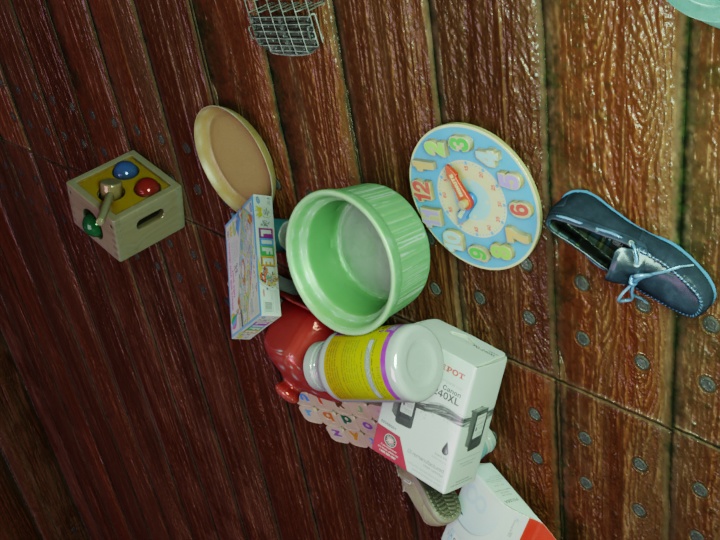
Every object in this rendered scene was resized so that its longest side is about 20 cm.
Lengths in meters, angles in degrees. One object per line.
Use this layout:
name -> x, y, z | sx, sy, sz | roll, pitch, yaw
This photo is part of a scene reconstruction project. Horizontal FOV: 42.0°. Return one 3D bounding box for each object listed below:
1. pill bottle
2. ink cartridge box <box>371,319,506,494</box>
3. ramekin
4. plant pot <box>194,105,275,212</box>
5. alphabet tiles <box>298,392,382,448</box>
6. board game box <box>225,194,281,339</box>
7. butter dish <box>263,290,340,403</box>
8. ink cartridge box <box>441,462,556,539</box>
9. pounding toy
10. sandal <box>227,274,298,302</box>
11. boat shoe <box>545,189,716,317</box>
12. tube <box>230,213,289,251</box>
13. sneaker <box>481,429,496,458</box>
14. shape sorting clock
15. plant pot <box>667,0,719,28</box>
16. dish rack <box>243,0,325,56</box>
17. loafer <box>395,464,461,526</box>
pill bottle -> 0.011, 0.130, 1.297 | 0.199, 0.104, 0.105 | -8, 112, 45
ink cartridge box -> 0.110, 0.189, 1.339 | 0.145, 0.083, 0.202 | 25, 112, 37
ramekin -> 0.000, -0.022, 1.277 | 0.199, 0.097, 0.202 | 19, 119, 38
plant pot -> -0.203, -0.182, 1.548 | 0.200, 0.027, 0.201 | 33, 141, 32
alphabet tiles -> -0.026, 0.246, 1.627 | 0.199, 0.015, 0.196 | 7, 140, 30
board game box -> -0.176, -0.004, 1.514 | 0.134, 0.034, 0.202 | -34, 57, 56
butter dish -> -0.077, 0.142, 1.479 | 0.199, 0.148, 0.200 | 42, 171, -24
ink cartridge box -> 0.211, 0.417, 1.414 | 0.200, 0.047, 0.161 | 49, 132, 45
pounding toy -> -0.449, -0.124, 1.756 | 0.184, 0.200, 0.143 | 35, 141, 29
sandal -> -0.153, 0.048, 1.630 | 0.206, 0.079, 0.060 | 17, 128, 42
boat shoe -> 0.287, -0.007, 1.026 | 0.200, 0.068, 0.085 | 35, 141, 29
tube -> -0.164, -0.061, 1.589 | 0.199, 0.050, 0.078 | 4, 106, 56
sneaker -> 0.109, 0.238, 1.449 | 0.199, 0.082, 0.074 | 23, 134, 40
shape sorting clock -> 0.139, -0.089, 1.174 | 0.199, 0.039, 0.201 | 33, 140, 32
plant pot -> 0.303, -0.270, 0.725 | 0.200, 0.134, 0.201 | 33, 141, 32
dish rack -> -0.108, -0.384, 1.235 | 0.153, 0.054, 0.201 | 17, 132, 46
loafer -> 0.091, 0.321, 1.498 | 0.068, 0.075, 0.201 | -58, 42, 41
